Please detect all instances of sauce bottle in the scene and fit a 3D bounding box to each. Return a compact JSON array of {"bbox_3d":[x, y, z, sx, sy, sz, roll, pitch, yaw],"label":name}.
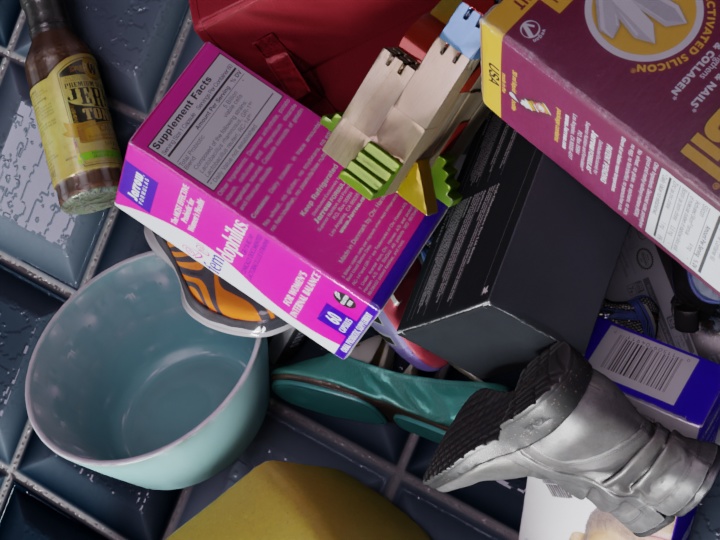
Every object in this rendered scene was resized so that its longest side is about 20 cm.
[{"bbox_3d":[-0.252,-0.152,1.222,0.064,0.065,0.202,-20,81,21],"label":"sauce bottle"}]

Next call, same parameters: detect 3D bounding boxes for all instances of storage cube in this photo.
[{"bbox_3d":[-0.011,-0.225,1.035,0.179,0.171,0.201,-23,54,16],"label":"storage cube"}]

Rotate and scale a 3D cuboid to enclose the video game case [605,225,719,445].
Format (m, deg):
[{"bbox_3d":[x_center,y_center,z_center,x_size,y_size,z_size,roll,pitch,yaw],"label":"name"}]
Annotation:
[{"bbox_3d":[0.242,0.025,1.023,0.181,0.023,0.202,-24,77,21],"label":"video game case"}]

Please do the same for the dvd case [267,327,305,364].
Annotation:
[{"bbox_3d":[-0.089,-0.044,1.115,0.201,0.025,0.151,59,149,18],"label":"dvd case"}]

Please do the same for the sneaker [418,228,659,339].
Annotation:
[{"bbox_3d":[0.130,0.015,1.030,0.199,0.075,0.079,30,94,18],"label":"sneaker"}]

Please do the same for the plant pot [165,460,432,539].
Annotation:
[{"bbox_3d":[-0.038,0.253,1.044,0.195,0.194,0.201,-38,64,17],"label":"plant pot"}]

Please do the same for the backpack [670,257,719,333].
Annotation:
[{"bbox_3d":[0.306,-0.056,0.918,0.198,0.147,0.185,0,82,4],"label":"backpack"}]

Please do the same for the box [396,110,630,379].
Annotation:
[{"bbox_3d":[0.115,-0.040,0.935,0.078,0.141,0.201,27,71,-13],"label":"box"}]

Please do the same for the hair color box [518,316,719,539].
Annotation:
[{"bbox_3d":[0.174,0.135,0.964,0.109,0.065,0.201,22,136,23],"label":"hair color box"}]

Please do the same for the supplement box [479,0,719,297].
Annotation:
[{"bbox_3d":[0.181,-0.104,0.815,0.200,0.103,0.131,40,77,18],"label":"supplement box"}]

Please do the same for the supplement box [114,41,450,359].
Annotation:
[{"bbox_3d":[-0.057,-0.046,0.975,0.199,0.101,0.104,35,63,1],"label":"supplement box"}]

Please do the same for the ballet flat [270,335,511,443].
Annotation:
[{"bbox_3d":[0.029,0.089,1.095,0.198,0.067,0.071,14,68,23],"label":"ballet flat"}]

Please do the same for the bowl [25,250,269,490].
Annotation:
[{"bbox_3d":[-0.151,0.092,1.118,0.199,0.105,0.202,-11,48,13],"label":"bowl"}]

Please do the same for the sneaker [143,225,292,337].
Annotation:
[{"bbox_3d":[-0.111,-0.038,1.052,0.200,0.077,0.113,39,140,41],"label":"sneaker"}]

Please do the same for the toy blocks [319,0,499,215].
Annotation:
[{"bbox_3d":[0.055,-0.126,0.926,0.100,0.200,0.137,37,108,10],"label":"toy blocks"}]

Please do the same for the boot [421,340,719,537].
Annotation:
[{"bbox_3d":[0.128,0.128,0.899,0.131,0.200,0.070,34,62,-8],"label":"boot"}]

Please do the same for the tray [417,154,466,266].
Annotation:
[{"bbox_3d":[0.000,-0.040,1.130,0.198,0.022,0.109,2,86,23],"label":"tray"}]

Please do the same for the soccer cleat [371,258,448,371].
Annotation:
[{"bbox_3d":[0.000,0.000,1.090,0.201,0.066,0.077,54,133,13],"label":"soccer cleat"}]
